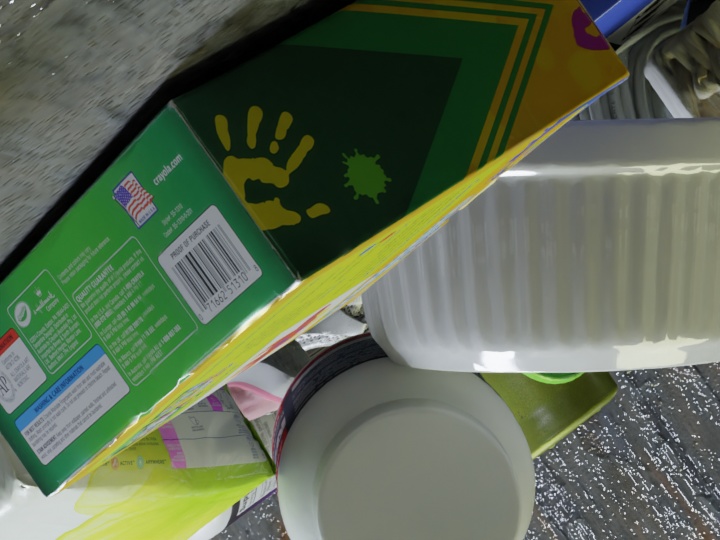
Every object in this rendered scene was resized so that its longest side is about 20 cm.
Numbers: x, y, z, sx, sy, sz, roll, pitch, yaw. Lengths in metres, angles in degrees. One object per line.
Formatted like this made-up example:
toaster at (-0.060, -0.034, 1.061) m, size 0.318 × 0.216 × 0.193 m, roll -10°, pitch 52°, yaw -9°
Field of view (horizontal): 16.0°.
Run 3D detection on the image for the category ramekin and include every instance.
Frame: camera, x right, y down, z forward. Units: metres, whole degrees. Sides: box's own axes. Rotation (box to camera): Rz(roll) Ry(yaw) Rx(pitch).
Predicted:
ramekin at (0.089, -0.014, 1.129) m, size 0.200 × 0.105 × 0.200 m, roll -1°, pitch -177°, yaw 0°

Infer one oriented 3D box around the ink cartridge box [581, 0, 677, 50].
ink cartridge box at (0.102, -0.122, 1.061) m, size 0.094 × 0.044 × 0.200 m, roll -38°, pitch 176°, yaw 11°

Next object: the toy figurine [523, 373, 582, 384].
toy figurine at (0.066, -0.005, 1.486) m, size 0.184 × 0.150 × 0.200 m, roll -24°, pitch -139°, yaw 50°

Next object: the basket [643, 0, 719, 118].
basket at (0.258, -0.115, 1.200) m, size 0.200 × 0.136 × 0.123 m, roll -35°, pitch 172°, yaw -20°

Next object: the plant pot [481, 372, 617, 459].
plant pot at (0.066, 0.043, 1.719) m, size 0.200 × 0.193 × 0.200 m, roll -35°, pitch 176°, yaw -2°

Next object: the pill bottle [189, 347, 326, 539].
pill bottle at (-0.090, 0.090, 1.491) m, size 0.200 × 0.111 × 0.111 m, roll -33°, pitch 176°, yaw -34°

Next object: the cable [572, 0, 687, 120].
cable at (0.178, -0.056, 1.408) m, size 0.069 × 0.200 × 0.200 m, roll -30°, pitch -166°, yaw 37°

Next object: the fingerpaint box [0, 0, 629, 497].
fingerpaint box at (-0.030, -0.021, 0.885) m, size 0.167 × 0.073 × 0.200 m, roll -32°, pitch 176°, yaw -37°

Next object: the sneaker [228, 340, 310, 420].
sneaker at (-0.097, 0.059, 1.288) m, size 0.105 × 0.075 × 0.200 m, roll -41°, pitch 168°, yaw 13°

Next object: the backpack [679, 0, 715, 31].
backpack at (0.267, -0.118, 1.359) m, size 0.135 × 0.200 × 0.183 m, roll 84°, pitch 19°, yaw -85°

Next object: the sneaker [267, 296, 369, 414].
sneaker at (0.000, 0.000, 1.396) m, size 0.200 × 0.082 × 0.075 m, roll -37°, pitch 176°, yaw 21°

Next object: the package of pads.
package of pads at (-0.145, 0.103, 1.117) m, size 0.154 × 0.068 × 0.200 m, roll -38°, pitch 161°, yaw 24°

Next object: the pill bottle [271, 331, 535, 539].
pill bottle at (0.019, 0.095, 1.201) m, size 0.120 × 0.120 × 0.200 m, roll -36°, pitch -175°, yaw 0°
